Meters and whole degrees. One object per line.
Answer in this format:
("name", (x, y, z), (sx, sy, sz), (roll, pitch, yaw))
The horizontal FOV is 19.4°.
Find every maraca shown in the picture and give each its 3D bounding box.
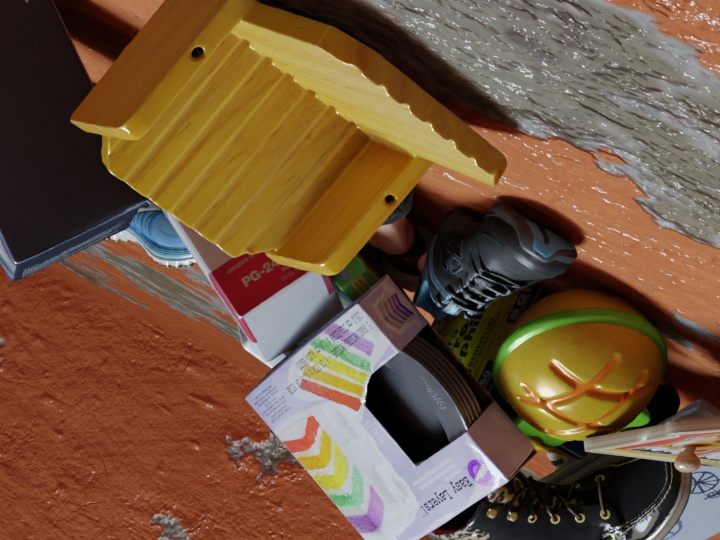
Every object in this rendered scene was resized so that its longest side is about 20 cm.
("maraca", (0.172, 0.085, 1.648), (0.136, 0.108, 0.201), (-3, 147, 4))

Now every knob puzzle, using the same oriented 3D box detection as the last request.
("knob puzzle", (0.301, 0.137, 1.596), (0.217, 0.031, 0.220), (-1, 166, 0))

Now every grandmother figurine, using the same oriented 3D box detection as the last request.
("grandmother figurine", (0.020, -0.033, 1.693), (0.122, 0.060, 0.200), (56, -177, 26))

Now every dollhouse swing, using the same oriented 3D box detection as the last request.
("dollhouse swing", (-0.040, -0.070, 1.339), (0.200, 0.182, 0.176), (35, -170, -37))

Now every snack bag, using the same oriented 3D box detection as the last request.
("snack bag", (0.272, 0.179, 1.814), (0.188, 0.022, 0.200), (27, 132, -35))

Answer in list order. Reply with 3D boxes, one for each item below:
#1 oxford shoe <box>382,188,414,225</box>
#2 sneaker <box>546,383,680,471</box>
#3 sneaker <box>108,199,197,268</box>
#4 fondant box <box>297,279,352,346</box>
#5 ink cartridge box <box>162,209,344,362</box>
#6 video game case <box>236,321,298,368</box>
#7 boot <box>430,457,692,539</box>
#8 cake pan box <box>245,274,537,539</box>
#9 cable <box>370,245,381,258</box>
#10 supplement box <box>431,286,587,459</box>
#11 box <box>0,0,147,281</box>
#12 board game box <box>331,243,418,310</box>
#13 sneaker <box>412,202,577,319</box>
("oxford shoe", (-0.035, -0.087, 1.568), (0.199, 0.073, 0.084), (27, -172, 27))
("sneaker", (0.238, 0.128, 1.897), (0.075, 0.115, 0.200), (59, -159, -11))
("sneaker", (-0.175, -0.064, 1.827), (0.199, 0.078, 0.091), (15, 128, 38))
("fondant box", (-0.037, 0.013, 1.900), (0.144, 0.058, 0.200), (34, -163, -34))
("ink cartridge box", (-0.106, -0.043, 1.687), (0.201, 0.083, 0.145), (56, 177, 16))
("video game case", (-0.043, 0.067, 1.887), (0.182, 0.023, 0.200), (38, -166, -23))
("boot", (0.161, 0.189, 1.734), (0.150, 0.074, 0.200), (19, 146, -29))
("cake pan box", (0.023, 0.120, 1.682), (0.184, 0.052, 0.200), (49, 138, -3))
("cable", (-0.035, -0.062, 1.846), (0.199, 0.051, 0.097), (20, 161, -36))
("supplement box", (0.135, 0.084, 1.831), (0.109, 0.110, 0.200), (30, 171, -17))
("box", (-0.271, -0.110, 1.690), (0.201, 0.122, 0.198), (64, 168, 0))
("board game box", (0.000, 0.000, 1.768), (0.135, 0.029, 0.200), (54, -176, 32))
("sneaker", (0.098, 0.002, 1.559), (0.073, 0.082, 0.200), (33, 170, -11))
